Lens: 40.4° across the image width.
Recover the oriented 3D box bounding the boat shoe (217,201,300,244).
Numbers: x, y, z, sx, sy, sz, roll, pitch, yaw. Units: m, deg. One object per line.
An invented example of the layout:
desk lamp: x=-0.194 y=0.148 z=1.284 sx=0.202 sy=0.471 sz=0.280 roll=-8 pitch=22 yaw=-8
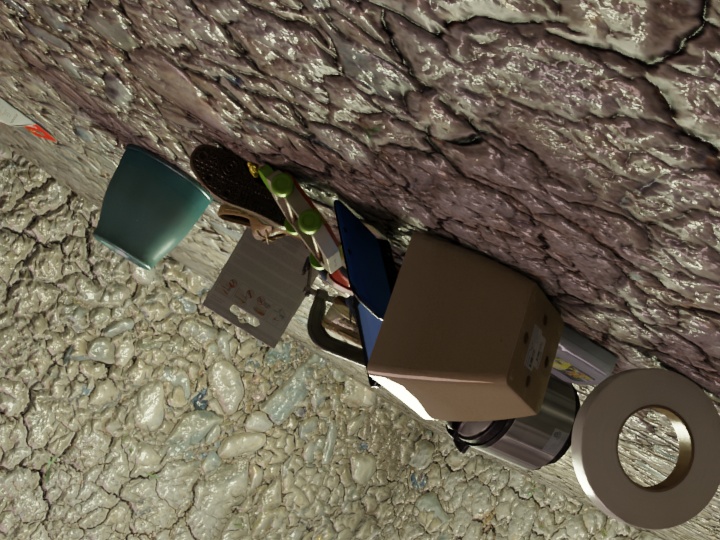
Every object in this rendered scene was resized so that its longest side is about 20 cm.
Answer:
boat shoe: x=-0.161 y=-0.081 z=1.664 sx=0.198 sy=0.067 sz=0.074 roll=24 pitch=168 yaw=32

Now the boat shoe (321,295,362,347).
boat shoe: x=0.025 y=0.124 z=1.713 sx=0.199 sy=0.063 sz=0.073 roll=37 pitch=-170 yaw=4

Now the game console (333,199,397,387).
game console: x=-0.005 y=0.033 z=1.383 sx=0.117 sy=0.172 sz=0.201 roll=13 pitch=-142 yaw=-21

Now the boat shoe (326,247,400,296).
boat shoe: x=0.045 y=0.020 z=1.575 sx=0.198 sy=0.072 sz=0.063 roll=21 pitch=129 yaw=-8

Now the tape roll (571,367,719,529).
tape roll: x=0.368 y=0.226 z=1.245 sx=0.201 sy=0.204 sz=0.037 roll=31 pitch=169 yaw=-4

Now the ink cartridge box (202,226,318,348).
ink cartridge box: x=-0.177 y=0.019 z=1.809 sx=0.159 sy=0.202 sz=0.047 roll=31 pitch=169 yaw=-6

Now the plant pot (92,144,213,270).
plant pot: x=-0.421 y=-0.111 z=1.922 sx=0.198 sy=0.190 sz=0.200 roll=29 pitch=170 yaw=5

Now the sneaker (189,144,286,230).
sneaker: x=-0.184 y=-0.123 z=1.526 sx=0.199 sy=0.071 sz=0.075 roll=34 pitch=170 yaw=-17

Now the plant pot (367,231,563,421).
plant pot: x=0.154 y=0.091 z=1.284 sx=0.175 sy=0.202 sz=0.200 roll=9 pitch=160 yaw=33

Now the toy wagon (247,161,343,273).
toy wagon: x=-0.094 y=-0.088 z=1.412 sx=0.201 sy=0.039 sz=0.155 roll=54 pitch=171 yaw=18

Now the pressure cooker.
pressure cooker: x=0.241 y=0.218 z=1.608 sx=0.198 sy=0.178 sz=0.178 roll=24 pitch=153 yaw=-26

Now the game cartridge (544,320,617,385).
game cartridge: x=0.294 y=0.121 z=1.430 sx=0.132 sy=0.041 sz=0.200 roll=27 pitch=170 yaw=-3

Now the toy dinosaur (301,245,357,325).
toy dinosaur: x=0.000 y=0.000 z=1.682 sx=0.180 sy=0.106 sz=0.201 roll=23 pitch=-154 yaw=-15

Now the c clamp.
c clamp: x=-0.021 y=0.086 z=1.766 sx=0.198 sy=0.172 sz=0.027 roll=28 pitch=137 yaw=-15

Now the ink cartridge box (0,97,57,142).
ink cartridge box: x=-0.842 y=-0.358 z=2.337 sx=0.161 sy=0.050 sz=0.200 roll=19 pitch=161 yaw=50
